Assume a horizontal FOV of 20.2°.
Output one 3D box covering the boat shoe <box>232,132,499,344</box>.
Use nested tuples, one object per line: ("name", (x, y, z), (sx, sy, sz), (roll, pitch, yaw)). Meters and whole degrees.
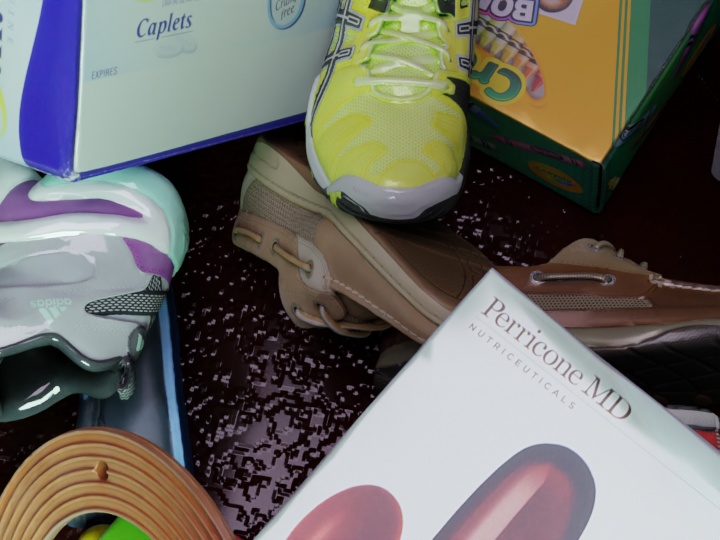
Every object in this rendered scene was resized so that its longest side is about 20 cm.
("boat shoe", (0.000, 0.000, 0.899), (0.065, 0.071, 0.200), (-66, 31, 11))

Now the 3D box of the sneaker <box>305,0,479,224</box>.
("sneaker", (0.015, -0.104, 0.880), (0.075, 0.076, 0.200), (3, 49, 0))

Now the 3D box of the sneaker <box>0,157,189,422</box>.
("sneaker", (-0.182, 0.015, 0.856), (0.200, 0.078, 0.140), (4, 60, 15))

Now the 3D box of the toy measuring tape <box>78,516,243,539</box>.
("toy measuring tape", (-0.041, 0.162, 0.864), (0.200, 0.074, 0.074), (23, 71, 26))

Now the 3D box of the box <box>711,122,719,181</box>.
("box", (0.270, -0.056, 0.888), (0.200, 0.152, 0.106), (36, 75, 17))

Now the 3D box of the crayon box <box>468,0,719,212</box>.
("crayon box", (0.062, -0.129, 0.989), (0.200, 0.058, 0.119), (29, 73, 16))

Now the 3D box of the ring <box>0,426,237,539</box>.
("ring", (-0.097, 0.164, 0.838), (0.019, 0.200, 0.201), (-6, 59, -43))

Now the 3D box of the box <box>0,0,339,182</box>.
("box", (-0.140, -0.127, 0.908), (0.200, 0.184, 0.105), (19, 113, 30))

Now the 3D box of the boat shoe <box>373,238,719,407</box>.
("boat shoe", (0.104, 0.020, 0.916), (0.200, 0.076, 0.074), (-4, 62, 4))

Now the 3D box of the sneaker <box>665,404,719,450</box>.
("sneaker", (0.069, 0.115, 0.890), (0.200, 0.077, 0.085), (-20, 78, 4))

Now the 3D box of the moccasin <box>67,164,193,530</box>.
("moccasin", (-0.121, 0.022, 0.932), (0.068, 0.080, 0.200), (-8, 66, -1))

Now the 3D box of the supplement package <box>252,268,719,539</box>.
("supplement package", (0.051, 0.148, 0.681), (0.191, 0.147, 0.200), (38, 78, 13))
